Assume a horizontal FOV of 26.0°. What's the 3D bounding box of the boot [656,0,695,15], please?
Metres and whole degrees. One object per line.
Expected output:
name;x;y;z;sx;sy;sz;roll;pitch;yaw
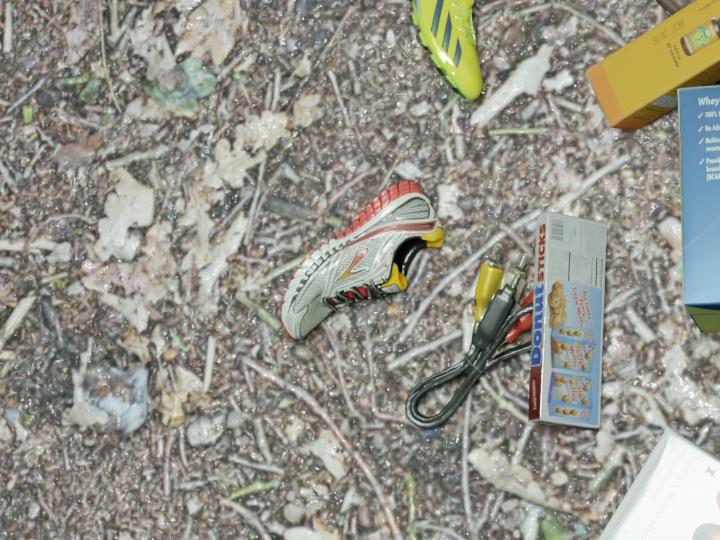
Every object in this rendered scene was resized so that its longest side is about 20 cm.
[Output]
boot;0.395;-0.274;1.509;0.186;0.064;0.201;-44;64;19

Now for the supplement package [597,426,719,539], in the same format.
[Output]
supplement package;0.312;0.278;1.366;0.199;0.147;0.193;32;89;23

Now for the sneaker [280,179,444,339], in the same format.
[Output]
sneaker;0.000;0.000;1.576;0.200;0.078;0.082;-43;69;6

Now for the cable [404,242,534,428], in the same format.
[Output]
cable;0.126;0.079;1.546;0.096;0.050;0.201;32;101;6

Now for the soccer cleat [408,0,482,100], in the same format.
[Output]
soccer cleat;0.091;-0.272;1.615;0.083;0.065;0.202;-25;70;9

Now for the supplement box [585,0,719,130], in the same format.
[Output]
supplement box;0.316;-0.209;1.483;0.199;0.068;0.067;-31;71;36

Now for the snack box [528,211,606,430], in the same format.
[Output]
snack box;0.200;0.048;1.501;0.024;0.071;0.203;-17;66;60

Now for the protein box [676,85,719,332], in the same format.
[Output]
protein box;0.396;-0.058;1.421;0.196;0.135;0.203;-3;77;18
